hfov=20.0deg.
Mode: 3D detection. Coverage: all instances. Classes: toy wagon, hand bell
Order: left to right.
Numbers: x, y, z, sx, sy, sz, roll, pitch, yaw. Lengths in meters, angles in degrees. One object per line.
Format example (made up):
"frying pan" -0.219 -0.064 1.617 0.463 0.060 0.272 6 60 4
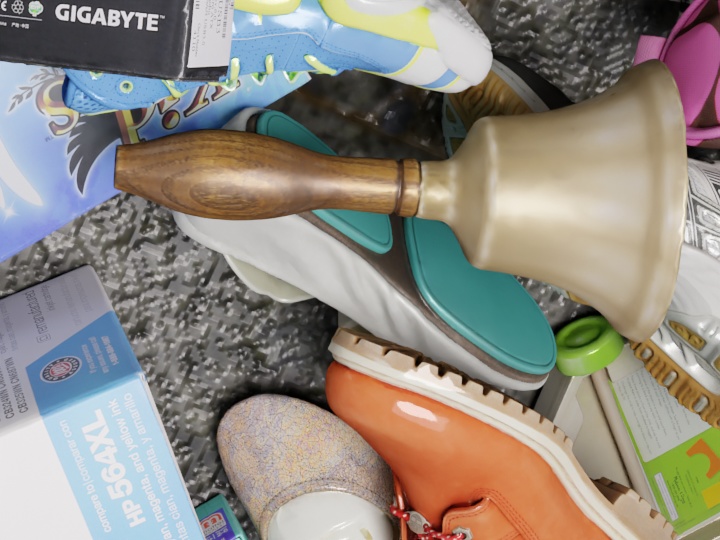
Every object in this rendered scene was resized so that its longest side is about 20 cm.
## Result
"hand bell" 0.010 -0.031 0.743 0.198 0.104 0.105 3 109 -9
"toy wagon" 0.174 0.066 0.933 0.199 0.040 0.156 -27 115 -7

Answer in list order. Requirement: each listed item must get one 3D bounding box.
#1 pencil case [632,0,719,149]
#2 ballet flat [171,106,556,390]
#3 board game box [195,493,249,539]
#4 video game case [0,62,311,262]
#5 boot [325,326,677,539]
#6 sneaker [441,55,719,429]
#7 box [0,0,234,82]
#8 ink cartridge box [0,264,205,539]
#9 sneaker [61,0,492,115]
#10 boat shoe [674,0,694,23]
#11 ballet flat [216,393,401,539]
"pencil case" 0.200 -0.044 0.816 0.199 0.093 0.091 34 63 -33
"ballet flat" 0.000 0.000 0.842 0.199 0.069 0.070 34 97 -38
"board game box" -0.109 0.213 0.897 0.199 0.045 0.153 -29 114 -5
"video game case" -0.145 -0.103 0.772 0.199 0.045 0.182 -31 116 -5
"boot" 0.042 0.104 0.828 0.200 0.075 0.108 41 80 -33
"sneaker" 0.121 -0.024 0.860 0.200 0.076 0.088 45 63 -1
"box" -0.132 -0.170 0.662 0.198 0.050 0.201 7 96 15
"ink cartridge box" -0.167 0.107 0.795 0.198 0.129 0.126 -22 114 -9
"sneaker" -0.053 -0.095 0.748 0.199 0.076 0.105 27 109 -18
"boat shoe" 0.158 -0.121 0.847 0.065 0.072 0.201 -28 123 -10
"ballet flat" 0.009 0.135 0.887 0.068 0.067 0.200 -34 116 18
